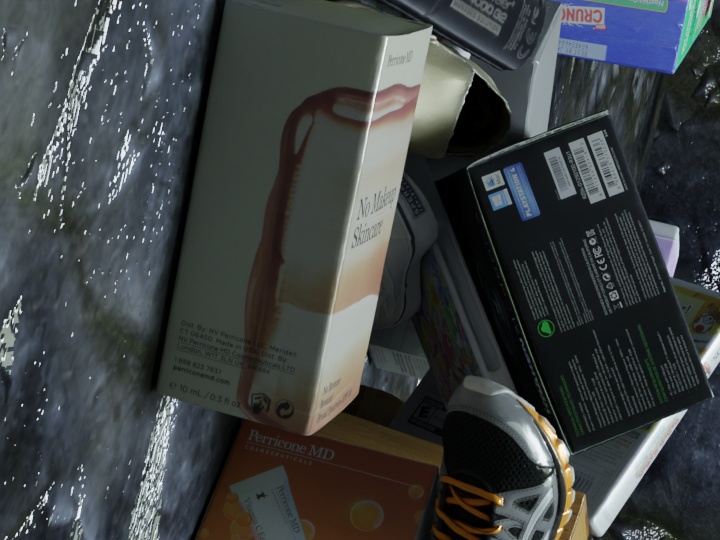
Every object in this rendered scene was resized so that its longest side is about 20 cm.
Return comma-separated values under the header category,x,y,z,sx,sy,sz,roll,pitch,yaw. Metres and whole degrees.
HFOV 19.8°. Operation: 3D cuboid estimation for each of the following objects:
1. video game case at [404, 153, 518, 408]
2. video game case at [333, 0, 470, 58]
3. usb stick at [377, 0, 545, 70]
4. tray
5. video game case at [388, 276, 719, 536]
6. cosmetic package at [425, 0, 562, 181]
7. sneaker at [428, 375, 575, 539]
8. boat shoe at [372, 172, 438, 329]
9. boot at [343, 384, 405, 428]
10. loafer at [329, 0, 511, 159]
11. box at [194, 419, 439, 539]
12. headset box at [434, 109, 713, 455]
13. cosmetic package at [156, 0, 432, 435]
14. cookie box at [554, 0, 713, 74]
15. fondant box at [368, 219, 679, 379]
category,x,y,z,sx,sy,sz,roll,pitch,yaw
video game case,0.056,0.034,1.289,0.143,0.018,0.202,110,-39,-74
video game case,0.050,-0.209,1.196,0.143,0.018,0.202,-3,116,-57
usb stick,0.055,-0.158,1.164,0.200,0.032,0.056,17,95,-62
tray,0.041,0.132,1.269,0.099,0.198,0.037,71,40,-68
video game case,0.135,0.071,1.383,0.183,0.199,0.023,-53,130,-15
cosmetic package,0.068,-0.087,1.380,0.090,0.106,0.201,-60,162,-53
sneaker,0.069,0.152,1.156,0.077,0.078,0.202,-33,130,-41
boat shoe,0.000,0.000,1.262,0.065,0.072,0.200,-34,173,-15
boot,-0.002,0.204,1.479,0.175,0.066,0.202,73,31,-67
loafer,0.025,-0.103,1.157,0.199,0.068,0.076,-2,115,-58
box,-0.038,0.204,1.173,0.098,0.123,0.201,82,24,-56
headset box,0.118,0.009,1.236,0.200,0.092,0.176,174,-104,-84
cosmetic package,-0.032,-0.032,1.033,0.103,0.086,0.202,-34,136,-70
cookie box,0.183,-0.221,1.592,0.200,0.170,0.076,-50,149,-64
fondant box,0.120,0.020,1.502,0.058,0.198,0.145,74,32,-67
